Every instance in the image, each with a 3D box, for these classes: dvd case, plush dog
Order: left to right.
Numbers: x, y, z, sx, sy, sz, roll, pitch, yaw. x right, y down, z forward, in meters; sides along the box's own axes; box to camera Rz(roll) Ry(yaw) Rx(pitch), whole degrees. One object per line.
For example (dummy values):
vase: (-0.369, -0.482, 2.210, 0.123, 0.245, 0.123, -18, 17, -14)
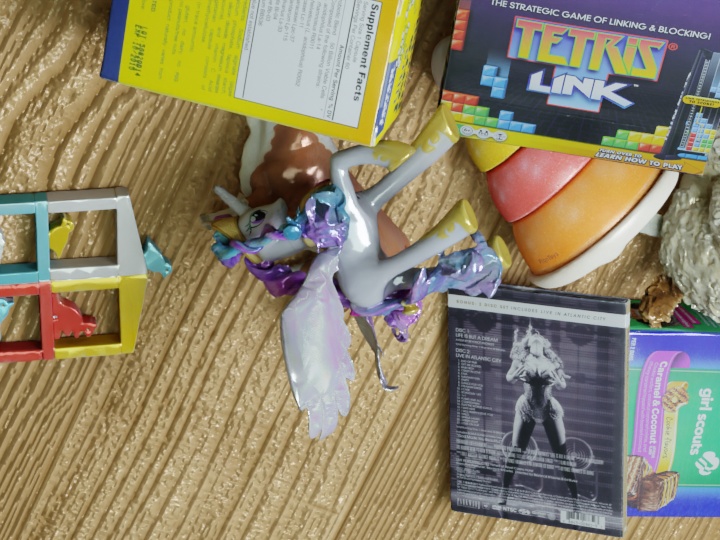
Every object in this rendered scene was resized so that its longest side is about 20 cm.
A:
dvd case: (0.141, 0.109, 1.608, 0.148, 0.016, 0.201, 7, 112, 22)
plush dog: (0.314, -0.006, 1.543, 0.160, 0.171, 0.201, -42, 117, -20)

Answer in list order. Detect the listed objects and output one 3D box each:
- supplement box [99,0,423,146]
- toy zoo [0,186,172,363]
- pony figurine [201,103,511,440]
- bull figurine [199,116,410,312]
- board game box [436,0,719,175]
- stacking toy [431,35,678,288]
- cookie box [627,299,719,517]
supplement box: (-0.065, -0.172, 1.396, 0.199, 0.110, 0.110, 15, 111, 7)
toy zoo: (-0.241, 0.005, 1.518, 0.199, 0.020, 0.132, -3, 114, -12)
pony figurine: (0.000, 0.000, 1.438, 0.199, 0.166, 0.194, -22, 93, 20)
bull figurine: (-0.046, -0.052, 1.518, 0.121, 0.065, 0.200, -37, 114, 8)
board game box: (0.161, -0.155, 1.403, 0.199, 0.057, 0.166, 9, 139, 1)
stacking toy: (0.129, -0.100, 1.519, 0.146, 0.146, 0.200, -41, 100, 6)
cookie box: (0.270, 0.114, 1.659, 0.199, 0.075, 0.172, 2, 113, -14)
